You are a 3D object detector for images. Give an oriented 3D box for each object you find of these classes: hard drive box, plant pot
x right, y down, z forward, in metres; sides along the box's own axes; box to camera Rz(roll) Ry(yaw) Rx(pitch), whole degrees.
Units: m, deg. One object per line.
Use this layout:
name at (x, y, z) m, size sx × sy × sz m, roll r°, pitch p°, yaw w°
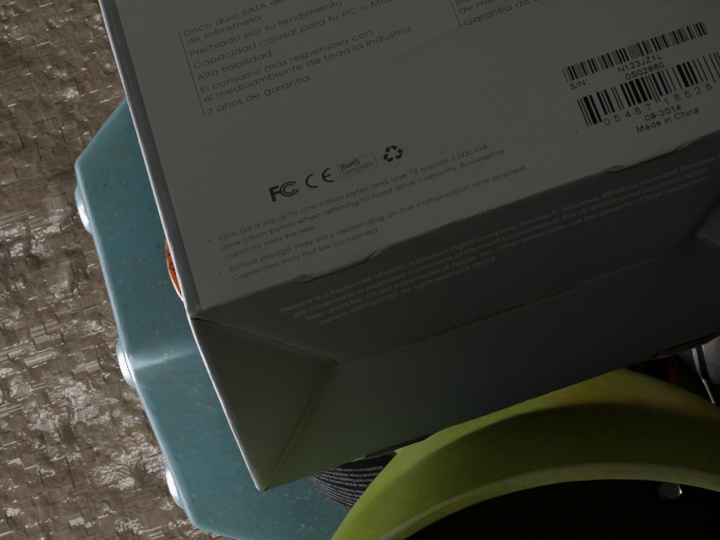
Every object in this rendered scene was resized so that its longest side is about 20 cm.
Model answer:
hard drive box at (0.015, -0.060, 0.772) m, size 0.077 × 0.155 × 0.201 m, roll 72°, pitch 180°, yaw -48°
plant pot at (0.064, 0.104, 0.794) m, size 0.200 × 0.186 × 0.188 m, roll -85°, pitch -21°, yaw -72°
plant pot at (0.000, 0.000, 1.147) m, size 0.196 × 0.199 × 0.197 m, roll 75°, pitch 176°, yaw -50°

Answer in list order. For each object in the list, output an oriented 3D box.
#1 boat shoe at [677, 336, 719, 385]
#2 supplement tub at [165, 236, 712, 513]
boat shoe at (0.065, -0.036, 0.850) m, size 0.072 × 0.067 × 0.201 m, roll 74°, pitch 178°, yaw -46°
supplement tub at (0.028, 0.027, 0.951) m, size 0.200 × 0.122 × 0.123 m, roll 46°, pitch -161°, yaw -46°
